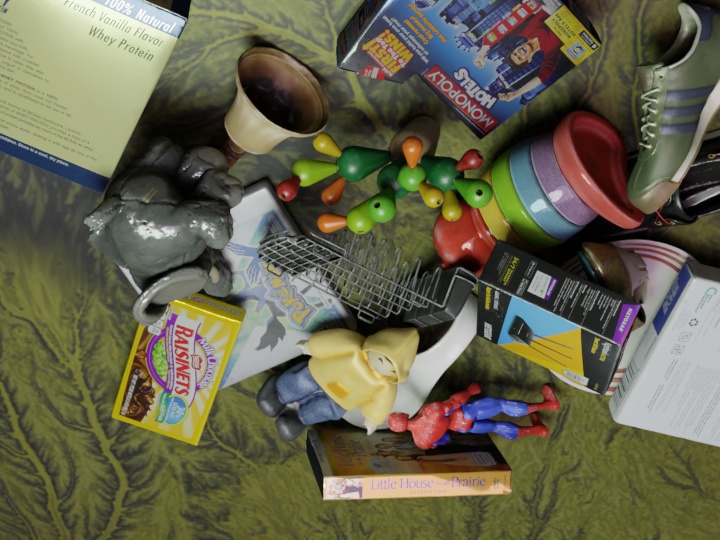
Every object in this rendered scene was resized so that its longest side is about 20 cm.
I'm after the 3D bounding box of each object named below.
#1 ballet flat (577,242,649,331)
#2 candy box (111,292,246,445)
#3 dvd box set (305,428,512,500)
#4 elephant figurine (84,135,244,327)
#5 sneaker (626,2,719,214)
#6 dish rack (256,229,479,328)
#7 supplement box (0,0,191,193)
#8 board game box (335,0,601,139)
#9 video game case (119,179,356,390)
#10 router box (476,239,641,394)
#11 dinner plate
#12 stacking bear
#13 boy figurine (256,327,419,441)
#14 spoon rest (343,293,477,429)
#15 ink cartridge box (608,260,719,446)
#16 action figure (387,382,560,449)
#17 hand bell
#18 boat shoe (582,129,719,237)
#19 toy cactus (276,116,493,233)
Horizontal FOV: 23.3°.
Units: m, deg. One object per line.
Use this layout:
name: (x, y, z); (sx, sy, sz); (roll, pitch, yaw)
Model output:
ballet flat: (0.254, 0.013, 1.726); (0.070, 0.071, 0.200); (-11, 155, 7)
candy box: (-0.194, 0.099, 1.841); (0.102, 0.026, 0.201); (17, 131, -5)
dvd box set: (0.048, 0.202, 1.852); (0.199, 0.146, 0.030); (0, 104, -8)
elephant figurine: (-0.188, -0.016, 1.676); (0.154, 0.142, 0.200); (14, 136, -7)
sneaker: (0.288, -0.161, 1.647); (0.090, 0.067, 0.201); (31, 91, -18)
dish rack: (0.000, 0.000, 1.729); (0.199, 0.055, 0.153); (26, 162, -18)
supplement box: (-0.279, -0.217, 1.587); (0.199, 0.135, 0.200); (22, 121, -15)
board game box: (0.084, -0.228, 1.629); (0.200, 0.062, 0.200); (-36, 117, 22)
video game case: (-0.128, 0.021, 1.815); (0.182, 0.022, 0.200); (-24, 121, 14)
router box: (0.189, 0.048, 1.705); (0.149, 0.051, 0.200); (25, 166, 11)
dinner plate: (0.278, 0.047, 1.838); (0.199, 0.024, 0.201); (0, 124, 0)
stacking bear: (0.158, -0.062, 1.715); (0.200, 0.122, 0.113); (-32, 141, 31)
boy figurine: (-0.011, 0.115, 1.807); (0.199, 0.064, 0.125); (-25, 105, 39)
spoon rest: (0.050, 0.101, 1.848); (0.099, 0.061, 0.200); (37, 115, -22)
ink cartridge box: (0.390, 0.096, 1.838); (0.199, 0.043, 0.197); (13, 122, -17)
action figure: (0.115, 0.155, 1.854); (0.199, 0.052, 0.066); (-3, 131, -33)
hand bell: (-0.126, -0.115, 1.704); (0.104, 0.104, 0.200); (29, 132, -19)
boat shoe: (0.307, -0.080, 1.732); (0.200, 0.063, 0.074); (-21, 124, 14)
toy cactus: (0.033, -0.103, 1.651); (0.199, 0.165, 0.103); (-3, 120, 23)
